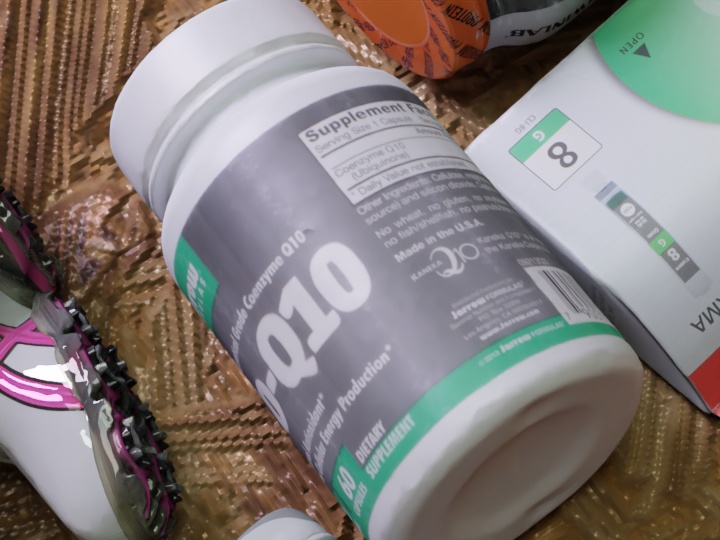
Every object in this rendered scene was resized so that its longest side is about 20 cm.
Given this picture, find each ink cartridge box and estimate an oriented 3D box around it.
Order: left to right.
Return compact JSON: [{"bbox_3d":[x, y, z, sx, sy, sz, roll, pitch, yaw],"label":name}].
[{"bbox_3d":[0.160,-0.026,0.814,0.161,0.050,0.200,-42,62,-12],"label":"ink cartridge box"}]

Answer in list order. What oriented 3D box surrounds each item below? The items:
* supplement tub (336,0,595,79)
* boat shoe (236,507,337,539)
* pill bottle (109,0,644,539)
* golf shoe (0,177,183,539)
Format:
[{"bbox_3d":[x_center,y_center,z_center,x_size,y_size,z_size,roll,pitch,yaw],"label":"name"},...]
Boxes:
[{"bbox_3d":[0.077,-0.173,0.868,0.200,0.123,0.122,-41,64,-15],"label":"supplement tub"},{"bbox_3d":[-0.057,0.170,0.723,0.065,0.075,0.202,27,60,24],"label":"boat shoe"},{"bbox_3d":[0.000,0.000,0.786,0.113,0.113,0.200,-33,62,-12],"label":"pill bottle"},{"bbox_3d":[-0.136,0.041,0.808,0.092,0.073,0.200,-36,53,-4],"label":"golf shoe"}]
